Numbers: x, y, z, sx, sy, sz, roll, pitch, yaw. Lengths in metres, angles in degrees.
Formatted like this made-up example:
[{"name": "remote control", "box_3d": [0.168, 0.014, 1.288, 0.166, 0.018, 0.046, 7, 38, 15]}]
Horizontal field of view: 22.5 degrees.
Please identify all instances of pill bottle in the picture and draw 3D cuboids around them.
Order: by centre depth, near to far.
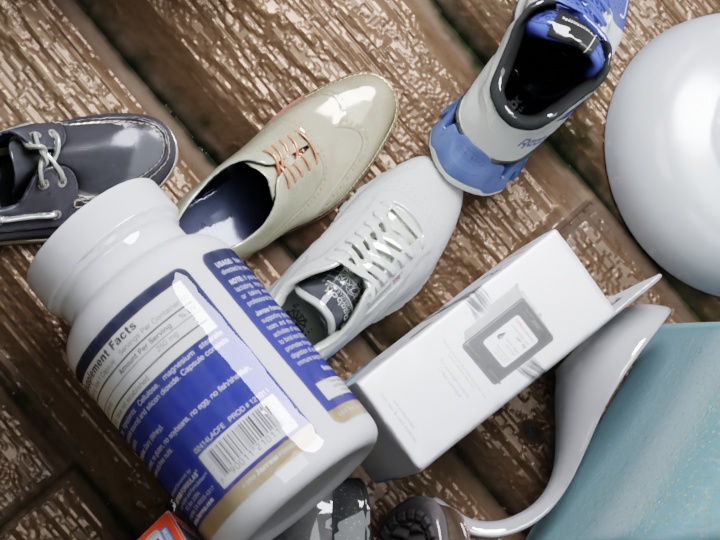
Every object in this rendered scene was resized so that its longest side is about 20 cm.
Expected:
[{"name": "pill bottle", "box_3d": [-0.092, 0.052, 1.020, 0.116, 0.116, 0.200, -36, 78, -17]}]

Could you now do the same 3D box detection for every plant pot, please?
[{"name": "plant pot", "box_3d": [0.250, 0.151, 1.106, 0.196, 0.200, 0.196, 36, 75, -5]}]

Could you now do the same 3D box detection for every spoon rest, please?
[{"name": "spoon rest", "box_3d": [0.130, 0.099, 1.147, 0.061, 0.099, 0.200, 44, 84, 7]}]

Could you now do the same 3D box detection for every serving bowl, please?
[{"name": "serving bowl", "box_3d": [0.268, -0.083, 1.221, 0.199, 0.066, 0.201, 2, 81, -14]}]

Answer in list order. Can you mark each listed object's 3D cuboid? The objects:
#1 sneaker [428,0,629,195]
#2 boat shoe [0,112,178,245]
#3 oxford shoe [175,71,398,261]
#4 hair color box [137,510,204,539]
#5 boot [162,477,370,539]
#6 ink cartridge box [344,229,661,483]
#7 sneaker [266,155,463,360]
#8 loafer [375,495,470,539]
[{"name": "sneaker", "box_3d": [0.131, -0.141, 1.158, 0.080, 0.115, 0.200, 38, 60, -5]}, {"name": "boat shoe", "box_3d": [-0.202, -0.053, 1.100, 0.199, 0.063, 0.073, -16, 84, -16]}, {"name": "oxford shoe", "box_3d": [-0.047, -0.058, 1.133, 0.200, 0.074, 0.071, -43, 92, -17]}, {"name": "hair color box", "box_3d": [-0.135, 0.244, 1.013, 0.200, 0.064, 0.111, -43, 128, 2]}, {"name": "boot", "box_3d": [-0.060, 0.221, 1.096, 0.131, 0.070, 0.201, 0, 76, -6]}, {"name": "ink cartridge box", "box_3d": [0.079, 0.044, 1.126, 0.200, 0.116, 0.067, -37, 89, -17]}, {"name": "sneaker", "box_3d": [0.000, 0.000, 1.133, 0.076, 0.080, 0.200, 44, 71, -1]}, {"name": "loafer", "box_3d": [0.058, 0.233, 1.115, 0.071, 0.073, 0.201, -13, 97, -41]}]
